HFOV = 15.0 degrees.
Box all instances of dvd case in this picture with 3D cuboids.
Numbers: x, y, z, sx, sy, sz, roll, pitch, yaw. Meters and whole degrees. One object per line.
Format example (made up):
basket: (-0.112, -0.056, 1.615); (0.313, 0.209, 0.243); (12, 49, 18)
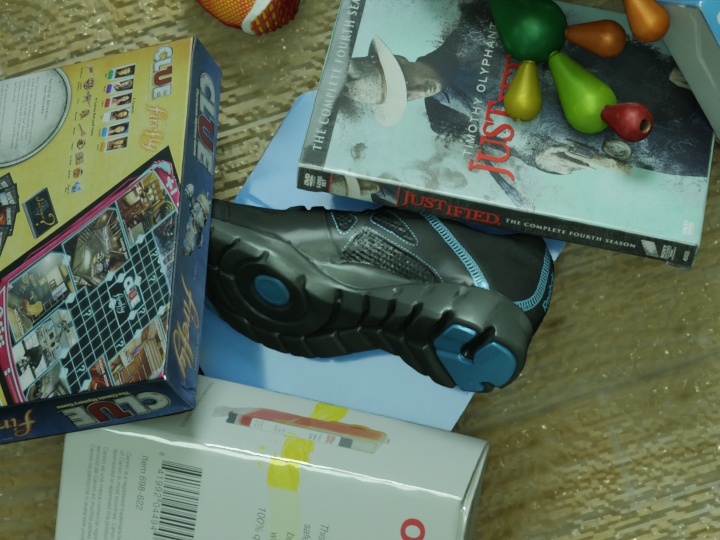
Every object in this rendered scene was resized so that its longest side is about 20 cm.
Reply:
dvd case: (0.079, -0.080, 1.364); (0.200, 0.022, 0.146); (11, 52, 4)

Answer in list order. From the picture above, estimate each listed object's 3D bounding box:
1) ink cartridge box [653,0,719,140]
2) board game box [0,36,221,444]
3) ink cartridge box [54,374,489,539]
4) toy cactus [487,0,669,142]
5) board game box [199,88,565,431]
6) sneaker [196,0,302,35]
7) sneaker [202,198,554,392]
ink cartridge box: (0.253, -0.141, 1.337); (0.200, 0.068, 0.115); (-36, 108, -12)
board game box: (-0.141, -0.014, 1.341); (0.135, 0.035, 0.200); (-10, 55, 20)
ink cartridge box: (-0.046, 0.141, 1.356); (0.200, 0.083, 0.145); (12, 112, 8)
toy cactus: (0.061, -0.151, 1.328); (0.102, 0.165, 0.200); (-43, 113, -12)
board game box: (0.006, 0.002, 1.404); (0.158, 0.039, 0.200); (31, 90, 9)
sneaker: (-0.030, -0.219, 1.386); (0.077, 0.073, 0.200); (31, 89, 12)
sneaker: (0.000, 0.000, 1.358); (0.200, 0.073, 0.082); (17, 52, 17)
